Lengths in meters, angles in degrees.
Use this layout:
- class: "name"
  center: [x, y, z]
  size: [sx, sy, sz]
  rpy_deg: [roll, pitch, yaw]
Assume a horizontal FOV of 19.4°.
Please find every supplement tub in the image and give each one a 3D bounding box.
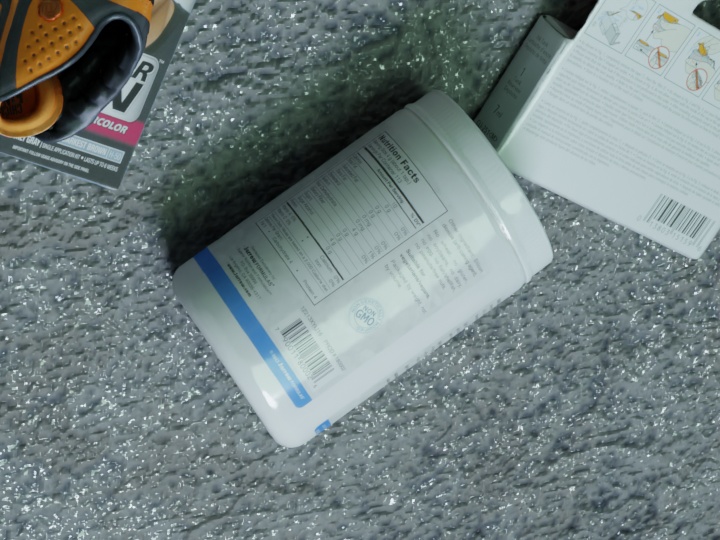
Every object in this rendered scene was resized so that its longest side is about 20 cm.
- class: "supplement tub"
  center: [0.000, 0.000, 1.255]
  size: [0.199, 0.132, 0.132]
  rpy_deg: [-35, 130, -5]

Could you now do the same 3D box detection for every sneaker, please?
- class: "sneaker"
  center: [-0.190, -0.115, 1.001]
  size: [0.198, 0.113, 0.078]
  rpy_deg: [-11, 159, 22]

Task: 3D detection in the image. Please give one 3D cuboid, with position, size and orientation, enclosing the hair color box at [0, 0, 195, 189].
- class: "hair color box"
  center: [-0.140, -0.154, 1.094]
  size: [0.099, 0.060, 0.201]
  rpy_deg: [17, 98, -44]

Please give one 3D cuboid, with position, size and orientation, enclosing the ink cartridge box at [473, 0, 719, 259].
- class: "ink cartridge box"
  center: [0.189, -0.116, 1.341]
  size: [0.199, 0.044, 0.174]
  rpy_deg: [23, 106, -36]
